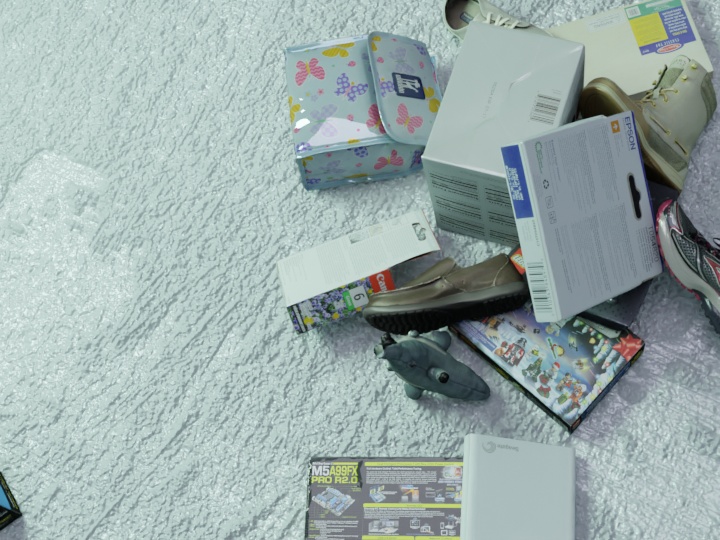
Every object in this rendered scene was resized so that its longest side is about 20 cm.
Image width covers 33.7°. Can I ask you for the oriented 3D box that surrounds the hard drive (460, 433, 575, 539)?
[{"bbox_3d":[0.176,0.291,1.330,0.131,0.027,0.202,10,67,-12],"label":"hard drive"}]

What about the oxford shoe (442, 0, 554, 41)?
[{"bbox_3d":[0.184,-0.313,1.577,0.199,0.058,0.075,36,91,26],"label":"oxford shoe"}]

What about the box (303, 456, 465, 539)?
[{"bbox_3d":[0.035,0.297,1.367,0.198,0.044,0.162,-2,67,9],"label":"box"}]

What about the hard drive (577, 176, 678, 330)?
[{"bbox_3d":[0.293,-0.029,1.428,0.134,0.042,0.201,20,64,13],"label":"hard drive"}]

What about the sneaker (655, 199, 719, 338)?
[{"bbox_3d":[0.414,-0.002,1.374,0.075,0.081,0.200,-38,92,33],"label":"sneaker"}]

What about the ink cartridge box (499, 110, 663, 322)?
[{"bbox_3d":[0.249,-0.064,1.324,0.199,0.040,0.202,-18,99,-39],"label":"ink cartridge box"}]

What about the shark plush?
[{"bbox_3d":[0.079,0.102,1.362,0.083,0.200,0.091,32,82,36],"label":"shark plush"}]

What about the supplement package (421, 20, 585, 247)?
[{"bbox_3d":[0.179,-0.157,1.446,0.146,0.200,0.193,16,72,15],"label":"supplement package"}]

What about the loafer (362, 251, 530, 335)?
[{"bbox_3d":[0.099,0.025,1.416,0.198,0.073,0.072,-10,64,-2],"label":"loafer"}]

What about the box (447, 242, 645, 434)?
[{"bbox_3d":[0.221,0.079,1.428,0.200,0.040,0.137,40,78,22],"label":"box"}]

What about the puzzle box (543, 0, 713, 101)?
[{"bbox_3d":[0.347,-0.282,1.564,0.198,0.025,0.134,-15,65,3],"label":"puzzle box"}]

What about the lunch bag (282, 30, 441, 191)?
[{"bbox_3d":[0.007,-0.213,1.543,0.198,0.127,0.171,-7,68,0],"label":"lunch bag"}]

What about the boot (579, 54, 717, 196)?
[{"bbox_3d":[0.356,-0.206,1.454,0.072,0.200,0.155,5,60,53],"label":"boot"}]

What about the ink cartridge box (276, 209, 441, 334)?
[{"bbox_3d":[0.000,0.000,1.469,0.198,0.051,0.109,-20,33,0],"label":"ink cartridge box"}]

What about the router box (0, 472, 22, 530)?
[{"bbox_3d":[-0.500,0.215,1.438,0.051,0.149,0.200,-35,67,-5],"label":"router box"}]
